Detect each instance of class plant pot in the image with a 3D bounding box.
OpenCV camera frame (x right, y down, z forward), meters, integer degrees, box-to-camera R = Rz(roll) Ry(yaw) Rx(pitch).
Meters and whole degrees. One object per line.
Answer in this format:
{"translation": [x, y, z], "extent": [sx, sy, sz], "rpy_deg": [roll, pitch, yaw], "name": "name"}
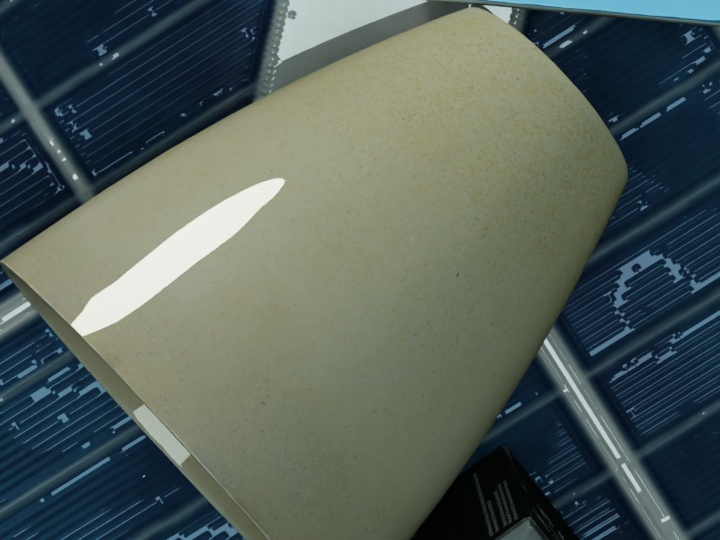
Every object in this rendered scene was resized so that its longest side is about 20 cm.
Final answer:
{"translation": [0.000, 0.000, 0.967], "extent": [0.200, 0.187, 0.187], "rpy_deg": [-42, 98, -9], "name": "plant pot"}

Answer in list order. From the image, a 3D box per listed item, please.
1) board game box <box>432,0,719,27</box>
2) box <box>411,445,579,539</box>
{"translation": [0.103, -0.199, 0.982], "extent": [0.147, 0.064, 0.200], "rpy_deg": [5, 100, -2], "name": "board game box"}
{"translation": [0.026, 0.196, 1.010], "extent": [0.200, 0.124, 0.149], "rpy_deg": [-37, 98, 5], "name": "box"}
